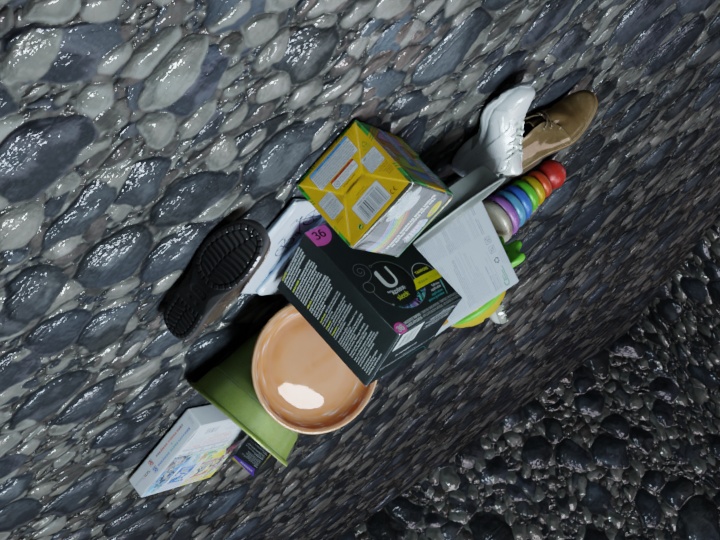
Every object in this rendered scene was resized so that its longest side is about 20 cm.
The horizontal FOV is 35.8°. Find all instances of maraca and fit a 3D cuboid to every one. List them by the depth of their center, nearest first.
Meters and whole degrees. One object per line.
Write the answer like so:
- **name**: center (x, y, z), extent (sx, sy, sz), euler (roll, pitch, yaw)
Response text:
- **maraca**: center (0.200, 0.017, 1.917), extent (0.200, 0.137, 0.107), euler (-49, 128, -18)

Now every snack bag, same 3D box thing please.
- **snack bag**: center (-0.096, -0.030, 1.590), extent (0.189, 0.021, 0.200), euler (-47, 160, 18)

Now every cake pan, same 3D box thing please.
- **cake pan**: center (0.127, -0.091, 1.669), extent (0.200, 0.037, 0.200), euler (-36, 177, -2)

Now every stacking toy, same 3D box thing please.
- **stacking toy**: center (0.302, -0.134, 2.033), extent (0.199, 0.085, 0.086), euler (-36, 161, -25)

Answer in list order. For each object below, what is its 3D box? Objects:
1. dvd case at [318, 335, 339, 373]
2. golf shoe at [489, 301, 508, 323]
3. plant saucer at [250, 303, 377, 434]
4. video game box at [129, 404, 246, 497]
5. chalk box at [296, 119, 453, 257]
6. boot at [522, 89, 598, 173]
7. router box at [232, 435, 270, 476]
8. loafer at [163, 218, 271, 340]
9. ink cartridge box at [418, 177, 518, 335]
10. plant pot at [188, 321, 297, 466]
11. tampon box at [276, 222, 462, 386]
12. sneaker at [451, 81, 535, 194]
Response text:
- **dvd case**: center (0.001, 0.046, 1.727), extent (0.199, 0.147, 0.022), euler (-34, -165, -32)
- **golf shoe**: center (0.187, 0.044, 2.017), extent (0.097, 0.200, 0.078), euler (-36, 138, -6)
- **plant saucer**: center (-0.069, 0.139, 1.651), extent (0.200, 0.201, 0.037), euler (-35, -166, -16)
- **video game box**: center (-0.277, 0.301, 1.924), extent (0.183, 0.047, 0.200), euler (-51, 159, 19)
- **chalk box**: center (0.031, -0.106, 1.514), extent (0.125, 0.124, 0.200), euler (-47, 161, 14)
- **boot**: center (0.310, -0.237, 1.843), extent (0.200, 0.074, 0.076), euler (-38, 151, -2)
- **router box**: center (-0.133, 0.253, 1.990), extent (0.158, 0.052, 0.200), euler (-54, 177, 33)
- **loafer**: center (-0.182, 0.005, 1.450), extent (0.200, 0.073, 0.071), euler (-45, 171, 26)
- **ink cartridge box**: center (0.137, -0.023, 1.797), extent (0.199, 0.201, 0.041), euler (-30, -171, -28)
- **plant pot**: center (-0.132, 0.167, 1.740), extent (0.190, 0.200, 0.200), euler (-51, 162, -9)
- **tampon box**: center (0.012, 0.030, 1.586), extent (0.149, 0.200, 0.127), euler (-28, 158, -43)
- **sneaker**: center (0.224, -0.198, 1.708), extent (0.078, 0.099, 0.201), euler (-25, 155, -40)
